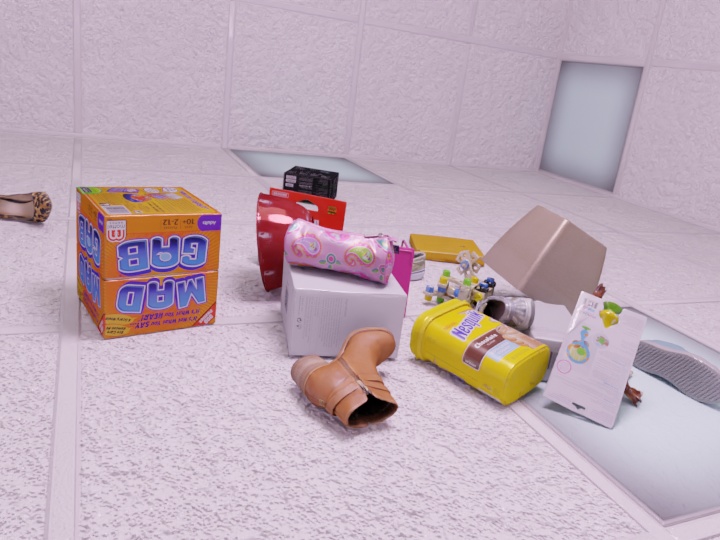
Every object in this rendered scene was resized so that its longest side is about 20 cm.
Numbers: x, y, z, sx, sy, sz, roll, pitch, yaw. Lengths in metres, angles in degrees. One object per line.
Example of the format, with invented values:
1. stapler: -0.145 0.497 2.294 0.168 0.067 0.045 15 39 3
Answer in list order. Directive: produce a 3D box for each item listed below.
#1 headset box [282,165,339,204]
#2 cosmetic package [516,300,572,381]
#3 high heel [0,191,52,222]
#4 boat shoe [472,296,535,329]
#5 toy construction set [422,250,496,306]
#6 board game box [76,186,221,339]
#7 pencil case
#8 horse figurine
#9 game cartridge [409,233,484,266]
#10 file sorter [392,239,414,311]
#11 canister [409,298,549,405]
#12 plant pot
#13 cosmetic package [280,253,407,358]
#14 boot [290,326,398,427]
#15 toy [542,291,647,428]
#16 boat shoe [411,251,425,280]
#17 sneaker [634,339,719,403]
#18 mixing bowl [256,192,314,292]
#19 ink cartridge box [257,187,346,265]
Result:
1. headset box: -0.174 -0.306 2.202 0.169 0.096 0.201 9 18 4
2. cosmetic package: 0.348 0.128 1.158 0.109 0.084 0.200 9 17 2
3. high heel: -0.826 -0.152 1.469 0.196 0.074 0.140 2 3 42
4. boat shoe: 0.251 0.082 1.166 0.063 0.077 0.201 12 -9 -16
5. toy construction set: 0.234 0.031 1.398 0.128 0.095 0.200 16 31 24
6. board game box: -0.379 -0.026 1.095 0.195 0.206 0.198 -6 22 -36
7. pencil case: -0.034 -0.036 1.072 0.194 0.090 0.088 10 18 9
8. horse figurine: 0.448 0.130 1.104 0.049 0.205 0.131 -27 -7 35
9. game cartridge: 0.243 -0.060 1.762 0.193 0.033 0.177 5 18 -3
10. file sorter: 0.000 0.000 1.295 0.193 0.143 0.126 6 15 -6
11. canister: 0.203 0.135 1.055 0.146 0.089 0.198 -17 32 -41
12. plant pot: 0.424 -0.025 1.383 0.197 0.180 0.200 27 11 -21
13. cosmetic package: -0.039 0.059 1.120 0.194 0.127 0.200 2 19 -13
14. boot: 0.010 0.156 0.920 0.196 0.079 0.154 -9 23 -36
15. toy: 0.386 0.147 1.022 0.113 0.203 0.047 22 -20 17
16. boat shoe: 0.078 -0.009 1.473 0.196 0.064 0.071 -10 25 -41
17. sneaker: 0.601 0.174 1.141 0.080 0.076 0.199 -6 24 -29
18. mixing bowl: -0.147 -0.061 1.275 0.105 0.206 0.201 -3 18 1
19. ink cartridge box: -0.135 -0.084 1.421 0.194 0.179 0.044 11 18 11
